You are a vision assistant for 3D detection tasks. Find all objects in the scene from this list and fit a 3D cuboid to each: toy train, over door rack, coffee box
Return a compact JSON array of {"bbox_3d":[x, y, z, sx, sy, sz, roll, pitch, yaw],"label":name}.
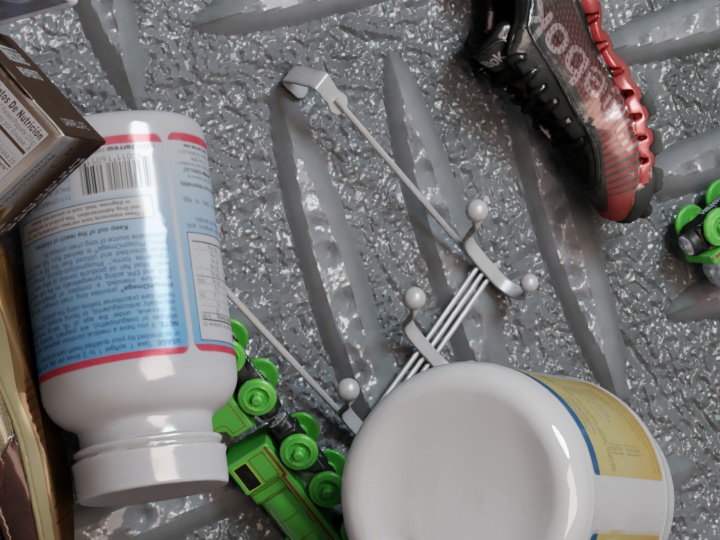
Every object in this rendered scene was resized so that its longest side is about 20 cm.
[{"bbox_3d":[0.278,-0.060,1.744,0.200,0.042,0.057,-39,113,-23],"label":"toy train"},{"bbox_3d":[-0.043,0.113,1.572,0.056,0.042,0.200,-32,108,13],"label":"toy train"},{"bbox_3d":[0.000,0.000,1.592,0.200,0.067,0.148,43,69,-18],"label":"over door rack"},{"bbox_3d":[-0.236,-0.028,1.400,0.200,0.114,0.080,-43,88,4],"label":"coffee box"}]

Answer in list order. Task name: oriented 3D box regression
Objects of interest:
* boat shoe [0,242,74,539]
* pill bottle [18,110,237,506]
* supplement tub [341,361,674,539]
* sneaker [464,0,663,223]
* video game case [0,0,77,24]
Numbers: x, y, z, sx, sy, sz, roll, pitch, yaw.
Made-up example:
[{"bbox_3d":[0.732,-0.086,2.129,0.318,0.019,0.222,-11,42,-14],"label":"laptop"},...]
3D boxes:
[{"bbox_3d":[-0.205,0.086,1.492,0.072,0.072,0.201,-13,102,4],"label":"boat shoe"},{"bbox_3d":[-0.125,0.022,1.487,0.108,0.109,0.201,-3,78,-27],"label":"pill bottle"},{"bbox_3d":[0.090,0.128,1.543,0.200,0.144,0.146,14,78,-66],"label":"supplement tub"},{"bbox_3d":[0.115,-0.117,1.655,0.098,0.071,0.201,-21,94,-26],"label":"sneaker"},{"bbox_3d":[-0.270,-0.160,1.360,0.182,0.199,0.023,37,50,-50],"label":"video game case"}]
